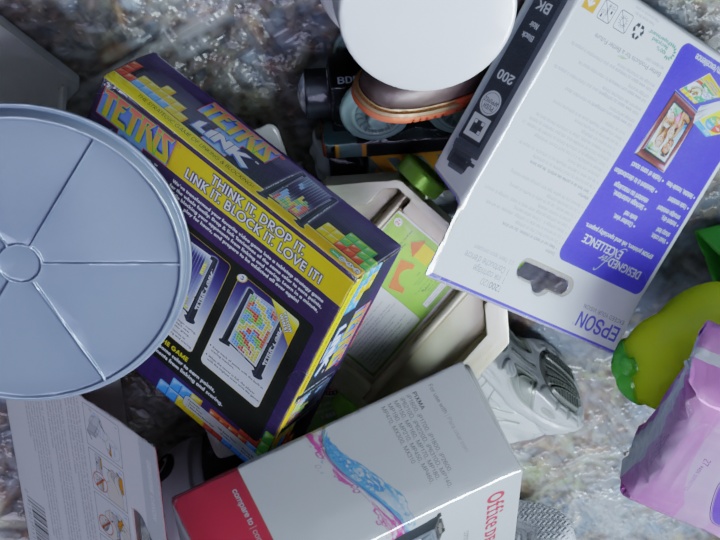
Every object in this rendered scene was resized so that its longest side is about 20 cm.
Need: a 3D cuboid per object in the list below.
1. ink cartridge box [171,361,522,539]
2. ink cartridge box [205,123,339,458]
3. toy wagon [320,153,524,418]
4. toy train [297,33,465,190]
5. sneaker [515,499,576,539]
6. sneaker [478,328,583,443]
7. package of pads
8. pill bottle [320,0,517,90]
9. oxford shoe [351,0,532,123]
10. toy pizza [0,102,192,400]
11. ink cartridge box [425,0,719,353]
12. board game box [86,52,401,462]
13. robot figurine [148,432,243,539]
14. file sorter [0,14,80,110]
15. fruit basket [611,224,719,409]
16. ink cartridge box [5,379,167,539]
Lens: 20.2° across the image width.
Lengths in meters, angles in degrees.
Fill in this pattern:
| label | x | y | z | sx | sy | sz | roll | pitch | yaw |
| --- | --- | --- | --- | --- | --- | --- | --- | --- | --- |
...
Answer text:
| label | x | y | z | sx | sy | sz | roll | pitch | yaw |
| --- | --- | --- | --- | --- | --- | --- | --- | --- | --- |
| ink cartridge box | -0.007 | 0.155 | 1.235 | 0.199 | 0.086 | 0.148 | -23 | 155 | -10 |
| ink cartridge box | -0.071 | 0.007 | 1.314 | 0.116 | 0.067 | 0.202 | -17 | 105 | 6 |
| toy wagon | 0.000 | 0.000 | 1.257 | 0.200 | 0.040 | 0.155 | 40 | 102 | -10 |
| toy train | 0.061 | -0.098 | 1.274 | 0.198 | 0.086 | 0.115 | -6 | 134 | -2 |
| sneaker | 0.082 | 0.247 | 1.509 | 0.199 | 0.076 | 0.114 | -23 | 124 | 16 |
| sneaker | 0.066 | 0.070 | 1.379 | 0.099 | 0.078 | 0.200 | -30 | 130 | 23 |
| package of pads | 0.268 | 0.121 | 1.226 | 0.199 | 0.076 | 0.121 | 23 | 140 | 0 |
| pill bottle | 0.025 | -0.191 | 1.132 | 0.113 | 0.201 | 0.115 | -3 | 124 | -4 |
| oxford shoe | 0.074 | -0.158 | 1.197 | 0.199 | 0.071 | 0.073 | -36 | 150 | -22 |
| toy pizza | -0.197 | -0.012 | 1.179 | 0.198 | 0.032 | 0.202 | -1 | 121 | -2 |
| ink cartridge box | 0.136 | -0.065 | 1.227 | 0.197 | 0.043 | 0.201 | 23 | 99 | -45 |
| board game box | -0.093 | -0.005 | 1.213 | 0.200 | 0.057 | 0.166 | 39 | 125 | 14 |
| robot figurine | -0.050 | 0.154 | 1.390 | 0.198 | 0.125 | 0.151 | -18 | 130 | 7 |
| file sorter | -0.287 | -0.063 | 1.229 | 0.138 | 0.125 | 0.200 | 37 | 112 | -27 |
| fruit basket | 0.270 | 0.060 | 1.324 | 0.214 | 0.216 | 0.156 | -23 | 123 | 9 |
| ink cartridge box | -0.169 | 0.148 | 1.361 | 0.043 | 0.173 | 0.201 | -30 | 133 | -35 |
